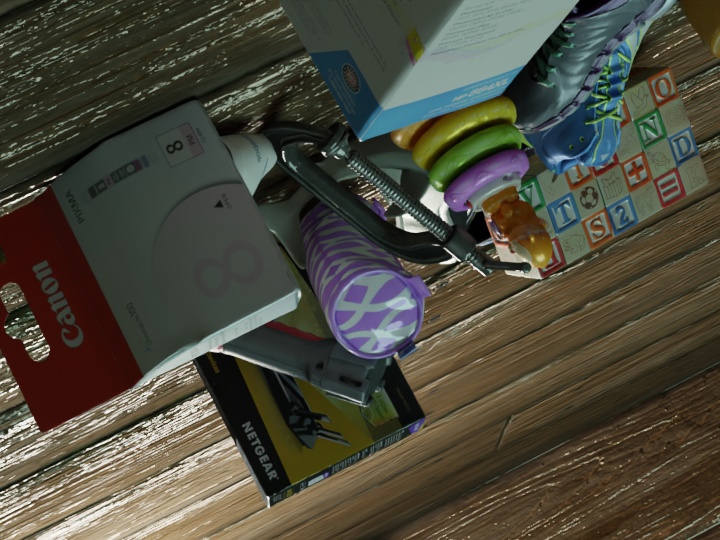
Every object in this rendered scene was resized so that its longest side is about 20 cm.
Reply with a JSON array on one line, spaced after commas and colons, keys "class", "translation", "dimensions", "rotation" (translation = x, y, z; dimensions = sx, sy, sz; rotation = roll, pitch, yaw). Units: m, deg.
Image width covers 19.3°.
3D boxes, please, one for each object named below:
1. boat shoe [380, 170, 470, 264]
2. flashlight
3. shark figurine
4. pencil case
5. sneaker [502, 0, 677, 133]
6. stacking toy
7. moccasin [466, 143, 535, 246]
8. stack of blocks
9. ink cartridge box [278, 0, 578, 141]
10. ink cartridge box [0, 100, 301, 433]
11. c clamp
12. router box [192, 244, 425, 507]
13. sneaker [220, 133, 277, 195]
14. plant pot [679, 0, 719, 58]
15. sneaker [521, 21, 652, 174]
[{"class": "boat shoe", "translation": [0.061, -0.077, 1.828], "dimensions": [0.074, 0.060, 0.200], "rotation": [10, 155, 18]}, {"class": "flashlight", "translation": [-0.072, 0.054, 1.772], "dimensions": [0.068, 0.199, 0.068], "rotation": [41, 67, -72]}, {"class": "shark figurine", "translation": [0.005, -0.095, 1.689], "dimensions": [0.214, 0.128, 0.090], "rotation": [-15, 144, 18]}, {"class": "pencil case", "translation": [0.000, 0.000, 1.755], "dimensions": [0.085, 0.084, 0.200], "rotation": [-41, -156, 6]}, {"class": "sneaker", "translation": [0.159, -0.190, 1.650], "dimensions": [0.087, 0.075, 0.200], "rotation": [9, 133, -45]}, {"class": "stacking toy", "translation": [0.085, -0.086, 1.569], "dimensions": [0.110, 0.200, 0.116], "rotation": [-27, 166, -8]}, {"class": "moccasin", "translation": [0.152, -0.065, 1.982], "dimensions": [0.068, 0.081, 0.200], "rotation": [-35, 168, -26]}, {"class": "stack of blocks", "translation": [0.201, -0.089, 1.873], "dimensions": [0.200, 0.115, 0.059], "rotation": [-30, -162, -24]}, {"class": "ink cartridge box", "translation": [0.056, -0.196, 1.295], "dimensions": [0.125, 0.129, 0.200], "rotation": [-19, 163, -34]}, {"class": "ink cartridge box", "translation": [-0.164, -0.004, 1.459], "dimensions": [0.200, 0.163, 0.057], "rotation": [-25, 163, -12]}, {"class": "c clamp", "translation": [0.019, -0.056, 1.581], "dimensions": [0.027, 0.200, 0.171], "rotation": [-58, -165, -16]}, {"class": "router box", "translation": [-0.057, 0.084, 1.869], "dimensions": [0.157, 0.200, 0.052], "rotation": [-27, 166, -10]}, {"class": "sneaker", "translation": [-0.130, -0.034, 1.606], "dimensions": [0.087, 0.075, 0.200], "rotation": [-19, 163, -48]}, {"class": "plant pot", "translation": [0.401, -0.203, 1.788], "dimensions": [0.200, 0.184, 0.200], "rotation": [-27, 165, -8]}, {"class": "sneaker", "translation": [0.201, -0.151, 1.748], "dimensions": [0.076, 0.105, 0.200], "rotation": [-17, 161, -39]}]
